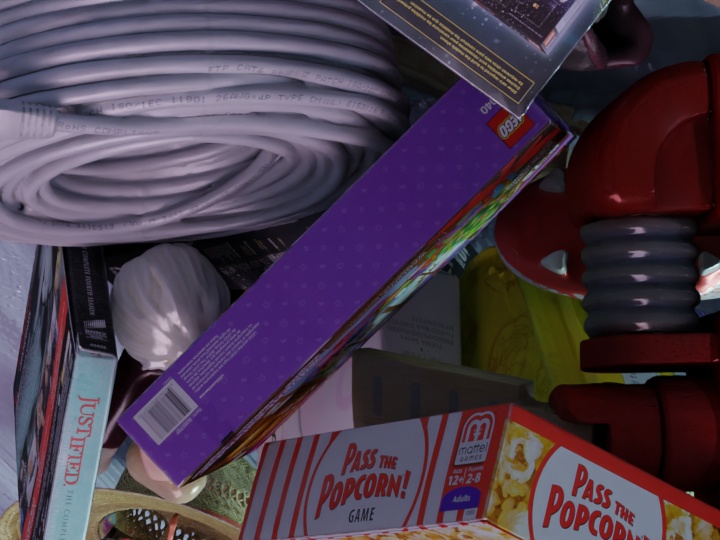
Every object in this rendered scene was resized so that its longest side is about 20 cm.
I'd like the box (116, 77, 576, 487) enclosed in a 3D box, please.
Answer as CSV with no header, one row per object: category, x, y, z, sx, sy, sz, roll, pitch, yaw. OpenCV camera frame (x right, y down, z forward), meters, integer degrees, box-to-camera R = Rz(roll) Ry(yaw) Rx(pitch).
box,0.000,0.000,0.895,0.200,0.137,0.039,-44,85,8

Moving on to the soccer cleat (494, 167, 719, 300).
soccer cleat,0.159,-0.013,0.967,0.200,0.069,0.085,-6,162,3

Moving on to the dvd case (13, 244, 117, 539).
dvd case,-0.137,0.047,1.011,0.022,0.200,0.146,5,118,-15

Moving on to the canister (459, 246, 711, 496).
canister,0.145,0.075,1.016,0.200,0.149,0.087,15,123,-21

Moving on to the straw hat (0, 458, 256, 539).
straw hat,-0.098,0.143,1.268,0.201,0.085,0.201,13,144,10

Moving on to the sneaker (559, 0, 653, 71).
sneaker,0.041,-0.134,0.807,0.200,0.076,0.115,32,177,-39

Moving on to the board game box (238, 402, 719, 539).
board game box,0.077,0.116,0.860,0.200,0.046,0.151,28,155,-31

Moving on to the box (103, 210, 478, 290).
box,-0.012,0.023,1.107,0.160,0.044,0.200,-13,138,32

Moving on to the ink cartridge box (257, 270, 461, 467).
ink cartridge box,-0.003,0.118,1.022,0.057,0.200,0.163,15,146,-17

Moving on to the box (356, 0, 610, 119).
box,0.015,-0.165,0.743,0.200,0.038,0.137,36,107,-7

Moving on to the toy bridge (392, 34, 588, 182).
toy bridge,0.001,-0.076,0.979,0.200,0.027,0.067,8,144,7

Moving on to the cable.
cable,-0.081,-0.062,0.883,0.200,0.069,0.200,-6,166,-12

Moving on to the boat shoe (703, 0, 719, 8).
boat shoe,0.152,-0.127,0.827,0.200,0.072,0.065,29,154,-22

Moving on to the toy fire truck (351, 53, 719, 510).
toy fire truck,0.100,0.012,0.872,0.200,0.176,0.129,-2,174,-7

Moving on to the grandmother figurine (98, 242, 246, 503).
grandmother figurine,-0.086,0.047,1.027,0.061,0.121,0.200,34,157,13
